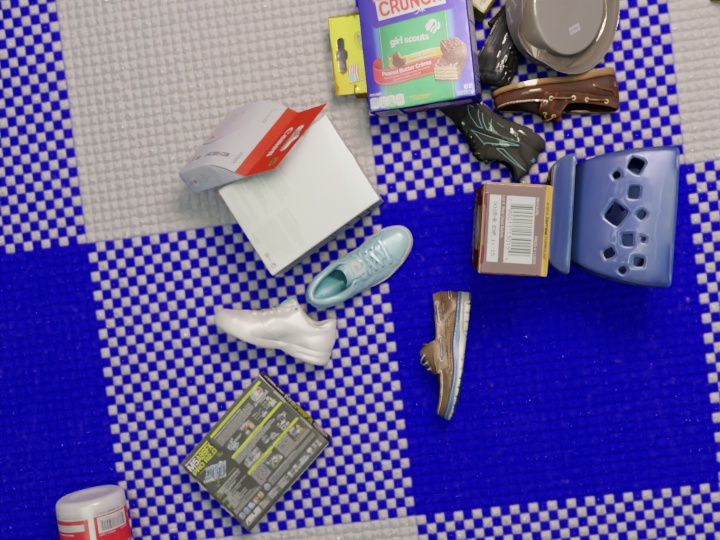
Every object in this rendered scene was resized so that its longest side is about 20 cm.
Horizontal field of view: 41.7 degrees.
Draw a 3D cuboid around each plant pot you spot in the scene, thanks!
[{"bbox_3d":[0.367,-0.082,1.419,0.176,0.200,0.205,4,93,9],"label":"plant pot"}]

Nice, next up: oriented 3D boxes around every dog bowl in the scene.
[{"bbox_3d":[0.303,-0.400,1.433,0.197,0.058,0.205,-5,101,-30],"label":"dog bowl"}]

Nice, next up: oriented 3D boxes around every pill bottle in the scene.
[{"bbox_3d":[-0.422,0.460,1.525,0.110,0.112,0.205,-8,92,4],"label":"pill bottle"}]

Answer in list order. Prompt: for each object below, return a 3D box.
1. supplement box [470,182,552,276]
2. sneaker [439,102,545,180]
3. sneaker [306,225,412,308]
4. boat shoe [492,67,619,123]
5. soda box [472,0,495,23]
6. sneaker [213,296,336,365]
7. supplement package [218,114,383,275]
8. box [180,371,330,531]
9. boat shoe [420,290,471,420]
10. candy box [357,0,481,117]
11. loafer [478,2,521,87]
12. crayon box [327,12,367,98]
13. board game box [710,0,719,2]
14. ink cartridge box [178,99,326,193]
[{"bbox_3d":[0.223,-0.063,1.421,0.101,0.200,0.134,3,92,4],"label":"supplement box"},{"bbox_3d":[0.190,-0.217,1.481,0.198,0.075,0.080,29,96,2],"label":"sneaker"},{"bbox_3d":[0.000,0.000,1.496,0.199,0.082,0.074,-37,91,4],"label":"sneaker"},{"bbox_3d":[0.306,-0.265,1.473,0.196,0.070,0.072,-9,88,4],"label":"boat shoe"},{"bbox_3d":[0.129,-0.477,1.477,0.198,0.068,0.065,35,93,1],"label":"soda box"},{"bbox_3d":[-0.133,0.081,1.514,0.196,0.075,0.090,17,97,-8],"label":"sneaker"},{"bbox_3d":[-0.086,-0.113,1.463,0.198,0.151,0.153,-34,89,4],"label":"supplement package"},{"bbox_3d":[-0.169,0.293,1.537,0.160,0.044,0.201,42,94,2],"label":"box"},{"bbox_3d":[0.132,0.133,1.505,0.071,0.072,0.205,7,83,8],"label":"boat shoe"},{"bbox_3d":[0.088,-0.346,1.420,0.165,0.077,0.205,-6,90,14],"label":"candy box"},{"bbox_3d":[0.231,-0.385,1.475,0.070,0.068,0.204,20,84,33],"label":"loafer"},{"bbox_3d":[0.052,-0.346,1.495,0.195,0.051,0.130,-5,92,3],"label":"crayon box"},{"bbox_3d":[0.653,-0.491,1.451,0.196,0.057,0.169,7,94,3],"label":"board game box"},{"bbox_3d":[-0.164,-0.199,1.421,0.057,0.198,0.164,50,52,-23],"label":"ink cartridge box"}]
